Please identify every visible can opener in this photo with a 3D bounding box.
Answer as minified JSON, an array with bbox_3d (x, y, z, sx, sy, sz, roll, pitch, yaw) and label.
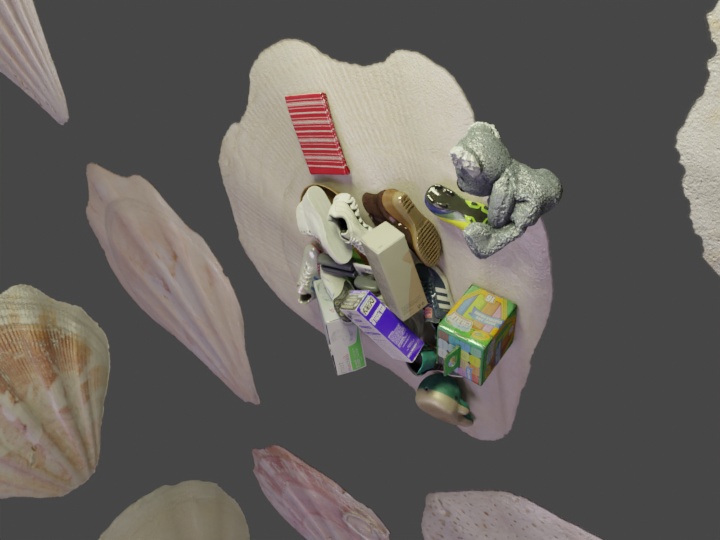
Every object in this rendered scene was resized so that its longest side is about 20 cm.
[{"bbox_3d":[-0.029,0.001,1.549,0.196,0.067,0.053,17,150,34],"label":"can opener"}]

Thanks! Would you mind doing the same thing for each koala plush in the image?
[{"bbox_3d":[0.242,-0.167,1.107,0.202,0.177,0.183,51,133,-5],"label":"koala plush"}]

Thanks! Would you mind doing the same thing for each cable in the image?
[{"bbox_3d":[0.079,0.112,1.597,0.195,0.070,0.203,9,141,34],"label":"cable"}]

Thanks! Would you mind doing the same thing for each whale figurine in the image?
[{"bbox_3d":[0.237,0.353,1.672,0.156,0.106,0.199,-4,145,47],"label":"whale figurine"}]

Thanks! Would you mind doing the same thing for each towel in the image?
[{"bbox_3d":[-0.101,-0.318,1.452,0.142,0.022,0.205,11,128,45],"label":"towel"}]

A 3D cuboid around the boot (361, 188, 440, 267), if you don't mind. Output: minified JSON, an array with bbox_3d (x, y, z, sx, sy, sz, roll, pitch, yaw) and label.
[{"bbox_3d":[0.094,-0.101,1.426,0.165,0.072,0.203,10,135,60],"label":"boot"}]

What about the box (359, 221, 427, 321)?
[{"bbox_3d":[0.077,0.003,1.398,0.095,0.077,0.203,43,159,52],"label":"box"}]

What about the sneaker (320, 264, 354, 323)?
[{"bbox_3d":[-0.051,0.056,1.613,0.073,0.070,0.203,64,180,-55],"label":"sneaker"}]

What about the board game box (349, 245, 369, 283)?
[{"bbox_3d":[0.000,0.000,1.601,0.094,0.030,0.202,0,134,44],"label":"board game box"}]

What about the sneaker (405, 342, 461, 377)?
[{"bbox_3d":[0.191,0.224,1.538,0.195,0.120,0.087,7,94,31],"label":"sneaker"}]

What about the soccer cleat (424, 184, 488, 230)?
[{"bbox_3d":[0.220,-0.111,1.280,0.197,0.066,0.084,34,173,13],"label":"soccer cleat"}]

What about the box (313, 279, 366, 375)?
[{"bbox_3d":[-0.059,0.149,1.708,0.178,0.094,0.204,-114,12,-52],"label":"box"}]

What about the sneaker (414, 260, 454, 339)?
[{"bbox_3d":[0.172,0.075,1.469,0.074,0.084,0.203,-8,117,50],"label":"sneaker"}]

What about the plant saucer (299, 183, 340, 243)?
[{"bbox_3d":[-0.071,-0.138,1.576,0.197,0.035,0.204,29,141,26],"label":"plant saucer"}]

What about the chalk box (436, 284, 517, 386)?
[{"bbox_3d":[0.246,0.154,1.361,0.122,0.200,0.127,24,140,29],"label":"chalk box"}]

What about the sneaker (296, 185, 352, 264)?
[{"bbox_3d":[-0.093,-0.096,1.539,0.115,0.072,0.204,-36,78,58],"label":"sneaker"}]

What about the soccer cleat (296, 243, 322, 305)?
[{"bbox_3d":[-0.147,0.019,1.762,0.069,0.086,0.204,29,140,24],"label":"soccer cleat"}]

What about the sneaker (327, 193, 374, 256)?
[{"bbox_3d":[-0.009,-0.083,1.471,0.074,0.082,0.201,-26,112,40],"label":"sneaker"}]

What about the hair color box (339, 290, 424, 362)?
[{"bbox_3d":[0.051,0.135,1.502,0.199,0.066,0.109,42,163,-18],"label":"hair color box"}]
